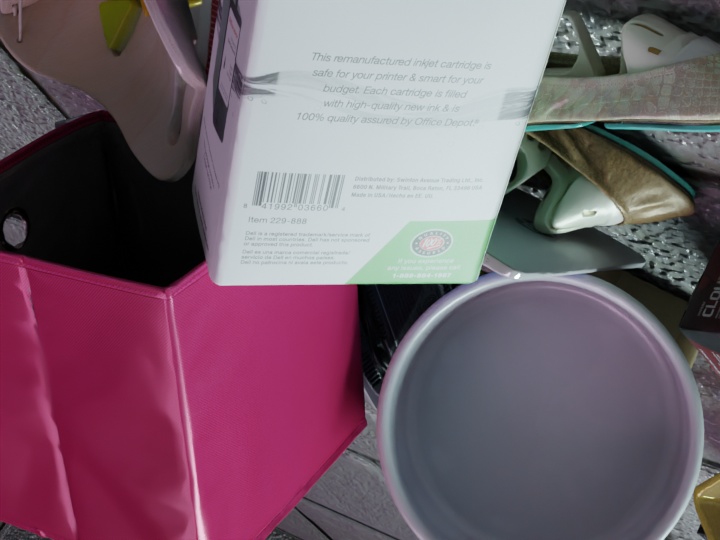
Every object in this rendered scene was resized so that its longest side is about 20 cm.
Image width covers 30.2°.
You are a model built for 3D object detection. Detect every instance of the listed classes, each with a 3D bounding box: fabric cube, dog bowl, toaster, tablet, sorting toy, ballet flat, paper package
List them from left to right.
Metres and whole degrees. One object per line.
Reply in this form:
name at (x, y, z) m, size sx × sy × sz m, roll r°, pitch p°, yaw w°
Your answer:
sorting toy at (-0.131, -0.149, 0.738) m, size 0.181 × 0.106 × 0.200 m, roll 65°, pitch 158°, yaw 18°
fabric cube at (-0.128, 0.037, 0.811) m, size 0.199 × 0.196 × 0.200 m, roll 12°, pitch 122°, yaw 26°
toaster at (0.000, 0.000, 0.939) m, size 0.129 × 0.114 × 0.201 m, roll 29°, pitch 150°, yaw 45°
tablet at (0.090, -0.030, 0.829) m, size 0.130 × 0.014 × 0.200 m, roll 31°, pitch -161°, yaw 28°
dog bowl at (0.114, 0.098, 0.849) m, size 0.199 × 0.201 × 0.079 m, roll 27°, pitch -176°, yaw 9°
ballet flat at (0.107, -0.068, 0.796) m, size 0.200 × 0.073 × 0.068 m, roll 34°, pitch 168°, yaw -14°
paper package at (0.166, 0.120, 0.999) m, size 0.103 × 0.201 × 0.191 m, roll 25°, pitch 160°, yaw 11°
ballet flat at (0.126, -0.103, 0.688) m, size 0.199 × 0.067 × 0.063 m, roll 2°, pitch 110°, yaw 33°

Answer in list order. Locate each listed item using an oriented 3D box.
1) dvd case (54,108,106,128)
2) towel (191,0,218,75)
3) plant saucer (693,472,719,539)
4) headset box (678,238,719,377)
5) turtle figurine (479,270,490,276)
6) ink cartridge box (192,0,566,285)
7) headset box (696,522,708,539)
dvd case at (-0.171, -0.037, 1.085) m, size 0.145 × 0.201 × 0.022 m, roll -9°, pitch -179°, yaw 26°
towel at (-0.098, -0.163, 0.861) m, size 0.199 × 0.023 × 0.144 m, roll 26°, pitch 136°, yaw 14°
plant saucer at (0.354, 0.209, 0.957) m, size 0.048 × 0.201 × 0.200 m, roll -2°, pitch 150°, yaw -33°
headset box at (0.304, 0.053, 0.808) m, size 0.200 × 0.077 × 0.149 m, roll 7°, pitch 150°, yaw 51°
turtle figurine at (0.053, 0.000, 1.054) m, size 0.161 × 0.064 × 0.200 m, roll 40°, pitch 150°, yaw 26°
ink cartridge box at (0.004, -0.093, 0.648) m, size 0.145 × 0.084 × 0.201 m, roll 1°, pitch 130°, yaw -17°
headset box at (0.413, 0.231, 1.082) m, size 0.174 × 0.093 × 0.200 m, roll 40°, pitch 159°, yaw -25°
